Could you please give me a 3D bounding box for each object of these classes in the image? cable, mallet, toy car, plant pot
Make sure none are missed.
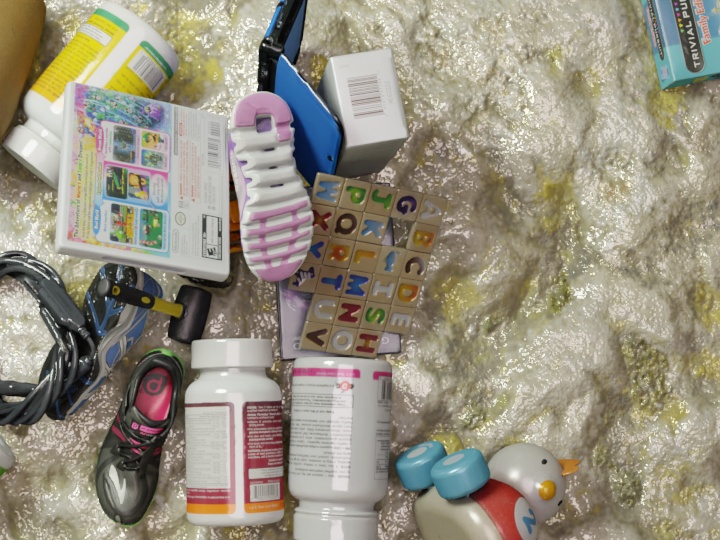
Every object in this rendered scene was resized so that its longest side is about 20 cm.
[{"bbox_3d":[-0.382,0.073,1.474,0.200,0.051,0.163,44,104,23],"label":"cable"},{"bbox_3d":[-0.227,0.045,1.454,0.041,0.200,0.066,11,91,25],"label":"mallet"},{"bbox_3d":[0.174,0.254,1.498,0.199,0.177,0.185,-28,99,-22],"label":"toy car"},{"bbox_3d":[-0.437,-0.237,1.465,0.186,0.186,0.201,30,68,-4],"label":"plant pot"}]

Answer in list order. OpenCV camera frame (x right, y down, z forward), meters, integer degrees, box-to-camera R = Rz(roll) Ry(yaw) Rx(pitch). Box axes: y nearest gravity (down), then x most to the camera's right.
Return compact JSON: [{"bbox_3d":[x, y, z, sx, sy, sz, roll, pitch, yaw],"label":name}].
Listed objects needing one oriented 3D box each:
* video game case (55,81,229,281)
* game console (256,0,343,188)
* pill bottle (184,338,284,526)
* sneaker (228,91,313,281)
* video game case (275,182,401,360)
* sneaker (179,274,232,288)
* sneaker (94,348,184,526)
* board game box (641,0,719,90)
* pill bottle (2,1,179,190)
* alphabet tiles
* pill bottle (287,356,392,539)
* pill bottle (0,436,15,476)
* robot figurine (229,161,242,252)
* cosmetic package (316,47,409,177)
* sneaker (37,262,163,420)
[{"bbox_3d":[-0.225,-0.094,1.403,0.181,0.024,0.201,10,60,-24],"label":"video game case"},{"bbox_3d":[-0.052,-0.204,1.473,0.118,0.200,0.172,21,69,1],"label":"game console"},{"bbox_3d":[-0.140,0.178,1.484,0.109,0.110,0.202,-1,84,-8],"label":"pill bottle"},{"bbox_3d":[-0.104,-0.089,1.447,0.080,0.088,0.202,-8,94,-19],"label":"sneaker"},{"bbox_3d":[-0.029,0.000,1.564,0.142,0.019,0.202,-3,85,-8],"label":"video game case"},{"bbox_3d":[-0.207,-0.066,1.524,0.200,0.077,0.089,46,69,-4],"label":"sneaker"},{"bbox_3d":[-0.248,0.182,1.481,0.076,0.084,0.202,13,82,-6],"label":"sneaker"},{"bbox_3d":[0.453,-0.317,1.648,0.198,0.047,0.152,-12,86,-9],"label":"board game box"},{"bbox_3d":[-0.305,-0.192,1.499,0.113,0.113,0.200,37,81,-2],"label":"pill bottle"},{"bbox_3d":[0.000,0.000,1.503,0.166,0.008,0.201,9,104,-28],"label":"alphabet tiles"},{"bbox_3d":[-0.024,0.200,1.495,0.112,0.113,0.202,4,83,-7],"label":"pill bottle"},{"bbox_3d":[-0.480,0.232,1.431,0.200,0.111,0.111,-42,91,-10],"label":"pill bottle"},{"bbox_3d":[-0.174,-0.074,1.480,0.199,0.058,0.146,-10,68,-38],"label":"robot figurine"},{"bbox_3d":[-0.003,-0.170,1.492,0.071,0.200,0.102,-10,86,-9],"label":"cosmetic package"},{"bbox_3d":[-0.286,0.085,1.490,0.076,0.077,0.201,41,101,30],"label":"sneaker"}]
